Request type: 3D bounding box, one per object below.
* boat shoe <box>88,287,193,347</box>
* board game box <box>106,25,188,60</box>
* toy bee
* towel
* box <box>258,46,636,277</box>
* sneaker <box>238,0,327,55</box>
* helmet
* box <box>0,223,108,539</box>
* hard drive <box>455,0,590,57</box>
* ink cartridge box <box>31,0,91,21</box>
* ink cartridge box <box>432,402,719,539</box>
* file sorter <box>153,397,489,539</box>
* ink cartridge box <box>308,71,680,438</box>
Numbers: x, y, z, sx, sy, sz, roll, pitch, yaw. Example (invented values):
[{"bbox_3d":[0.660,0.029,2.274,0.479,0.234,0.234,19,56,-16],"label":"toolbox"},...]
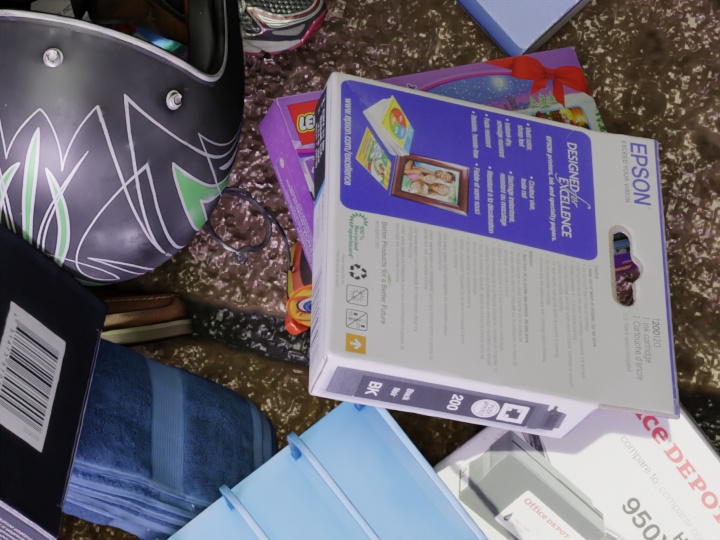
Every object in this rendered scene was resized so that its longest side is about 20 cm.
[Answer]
[{"bbox_3d":[-0.201,0.018,1.729,0.200,0.072,0.068,-4,85,6],"label":"boat shoe"},{"bbox_3d":[-0.221,-0.131,1.760,0.200,0.045,0.152,-41,81,1],"label":"board game box"},{"bbox_3d":[0.000,0.000,1.705,0.200,0.109,0.131,28,57,-4],"label":"toy bee"},{"bbox_3d":[-0.132,0.095,1.656,0.049,0.200,0.112,-34,45,41],"label":"towel"},{"bbox_3d":[0.056,-0.048,1.663,0.200,0.039,0.137,-11,70,-25],"label":"box"},{"bbox_3d":[-0.104,-0.206,1.717,0.200,0.075,0.081,38,51,-1],"label":"sneaker"},{"bbox_3d":[-0.156,-0.086,1.581,0.200,0.200,0.191,8,43,8],"label":"helmet"},{"bbox_3d":[-0.255,0.072,1.555,0.200,0.104,0.148,-10,56,33],"label":"box"},{"bbox_3d":[0.076,-0.241,1.743,0.132,0.025,0.200,-42,81,1],"label":"hard drive"},{"bbox_3d":[-0.216,-0.221,1.706,0.119,0.042,0.200,-32,84,26],"label":"ink cartridge box"},{"bbox_3d":[0.117,0.148,1.671,0.200,0.084,0.145,-38,82,2],"label":"ink cartridge box"},{"bbox_3d":[-0.034,0.172,1.571,0.200,0.123,0.139,-38,82,-6],"label":"file sorter"},{"bbox_3d":[0.072,-0.005,1.582,0.200,0.043,0.198,11,52,-13],"label":"ink cartridge box"}]
